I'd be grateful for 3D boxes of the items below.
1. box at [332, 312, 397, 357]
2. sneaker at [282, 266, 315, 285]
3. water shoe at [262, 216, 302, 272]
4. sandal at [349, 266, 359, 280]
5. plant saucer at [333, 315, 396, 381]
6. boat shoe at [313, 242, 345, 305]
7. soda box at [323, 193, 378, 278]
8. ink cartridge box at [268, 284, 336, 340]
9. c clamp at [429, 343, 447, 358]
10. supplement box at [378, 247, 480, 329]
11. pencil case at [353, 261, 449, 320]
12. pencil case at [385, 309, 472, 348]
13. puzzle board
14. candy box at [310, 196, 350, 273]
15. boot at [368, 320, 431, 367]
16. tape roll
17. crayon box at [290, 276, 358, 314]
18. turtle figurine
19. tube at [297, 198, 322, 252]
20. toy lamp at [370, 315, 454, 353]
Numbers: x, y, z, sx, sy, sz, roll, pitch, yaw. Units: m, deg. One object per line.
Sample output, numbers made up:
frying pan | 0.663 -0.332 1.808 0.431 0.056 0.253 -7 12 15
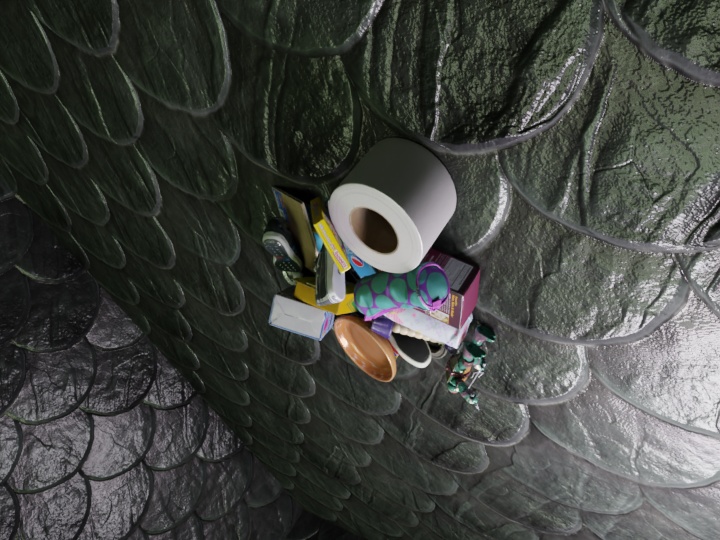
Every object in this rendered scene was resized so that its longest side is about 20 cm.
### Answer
box | 0.011 0.174 1.538 0.199 0.070 0.064 41 149 -3
sneaker | -0.129 0.026 1.516 0.079 0.074 0.201 -15 126 39
water shoe | -0.176 -0.060 1.380 0.070 0.081 0.201 5 158 8
sandal | -0.001 0.000 1.357 0.199 0.043 0.076 38 149 3
plant saucer | 0.016 0.185 1.427 0.199 0.037 0.202 37 151 24
boat shoe | -0.071 -0.014 1.268 0.067 0.204 0.072 -18 145 24
soda box | -0.008 -0.070 1.252 0.063 0.068 0.201 -4 128 49
ink cartridge box | -0.129 0.096 1.424 0.133 0.078 0.200 17 -170 6
c clamp | 0.139 0.137 1.398 0.199 0.027 0.171 42 149 -3
supplement box | 0.139 0.021 1.195 0.197 0.086 0.112 24 145 24
pencil case | 0.074 0.043 1.124 0.198 0.084 0.095 -13 79 51
pencil case | 0.145 0.093 1.275 0.197 0.093 0.083 25 -169 18
puzzle board | -0.142 -0.090 1.361 0.150 0.017 0.203 33 144 50
candy box | -0.059 -0.072 1.098 0.103 0.026 0.200 58 -176 -19
boot | 0.091 0.182 1.435 0.199 0.072 0.145 40 155 23
tape roll | 0.058 -0.116 1.057 0.200 0.140 0.205 26 147 19
crayon box | -0.070 0.056 1.369 0.125 0.052 0.199 20 -171 25
turtle figurine | 0.237 0.224 1.289 0.098 0.151 0.203 16 130 6
tube | -0.104 -0.077 1.370 0.077 0.050 0.203 26 144 35
toy lamp | 0.121 0.143 1.332 0.195 0.059 0.059 15 146 4
